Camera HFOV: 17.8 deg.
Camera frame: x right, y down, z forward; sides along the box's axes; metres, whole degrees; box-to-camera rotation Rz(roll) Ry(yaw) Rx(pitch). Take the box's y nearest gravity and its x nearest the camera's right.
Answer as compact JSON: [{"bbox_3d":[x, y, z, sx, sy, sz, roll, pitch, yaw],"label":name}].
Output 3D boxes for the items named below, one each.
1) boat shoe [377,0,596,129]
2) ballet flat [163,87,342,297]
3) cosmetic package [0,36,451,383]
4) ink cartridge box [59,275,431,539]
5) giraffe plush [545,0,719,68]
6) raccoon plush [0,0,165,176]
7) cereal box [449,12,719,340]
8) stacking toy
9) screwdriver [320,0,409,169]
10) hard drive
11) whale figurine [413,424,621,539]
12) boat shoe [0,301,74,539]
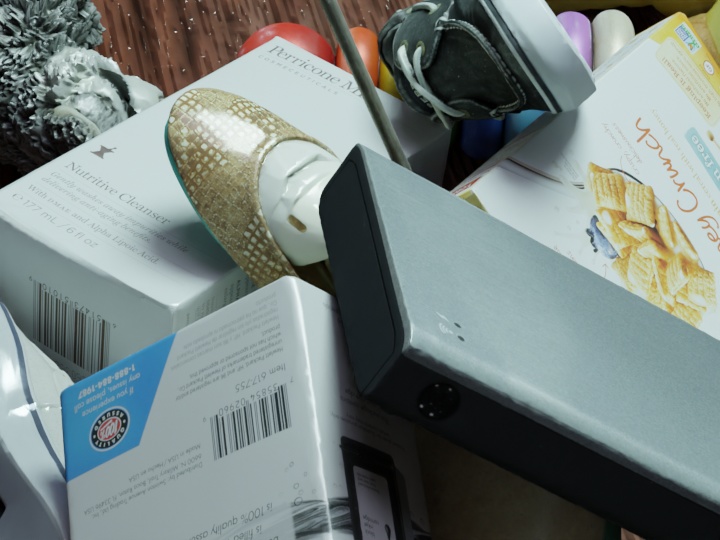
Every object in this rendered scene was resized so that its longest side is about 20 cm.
[{"bbox_3d":[0.051,-0.092,1.023,0.071,0.072,0.200,-33,9,-2],"label":"boat shoe"},{"bbox_3d":[0.000,0.000,0.941,0.200,0.065,0.071,51,53,-16],"label":"ballet flat"},{"bbox_3d":[-0.062,-0.018,1.026,0.113,0.081,0.200,28,42,24],"label":"cosmetic package"},{"bbox_3d":[-0.036,0.119,0.798,0.068,0.116,0.201,29,44,-46],"label":"ink cartridge box"},{"bbox_3d":[0.186,-0.150,1.210,0.172,0.200,0.163,-19,79,-52],"label":"giraffe plush"},{"bbox_3d":[-0.189,-0.065,1.084,0.199,0.097,0.134,-20,50,10],"label":"raccoon plush"},{"bbox_3d":[0.127,-0.014,1.035,0.144,0.039,0.200,56,44,-7],"label":"cereal box"},{"bbox_3d":[0.036,-0.091,1.155,0.199,0.086,0.086,2,38,2],"label":"stacking toy"},{"bbox_3d":[0.017,-0.051,0.989,0.028,0.200,0.029,-4,41,23],"label":"screwdriver"},{"bbox_3d":[0.081,0.040,0.831,0.199,0.033,0.140,28,23,-22],"label":"hard drive"},{"bbox_3d":[0.009,0.100,0.891,0.199,0.104,0.160,10,68,36],"label":"whale figurine"},{"bbox_3d":[-0.127,0.076,0.915,0.070,0.071,0.200,17,24,-39],"label":"boat shoe"}]
